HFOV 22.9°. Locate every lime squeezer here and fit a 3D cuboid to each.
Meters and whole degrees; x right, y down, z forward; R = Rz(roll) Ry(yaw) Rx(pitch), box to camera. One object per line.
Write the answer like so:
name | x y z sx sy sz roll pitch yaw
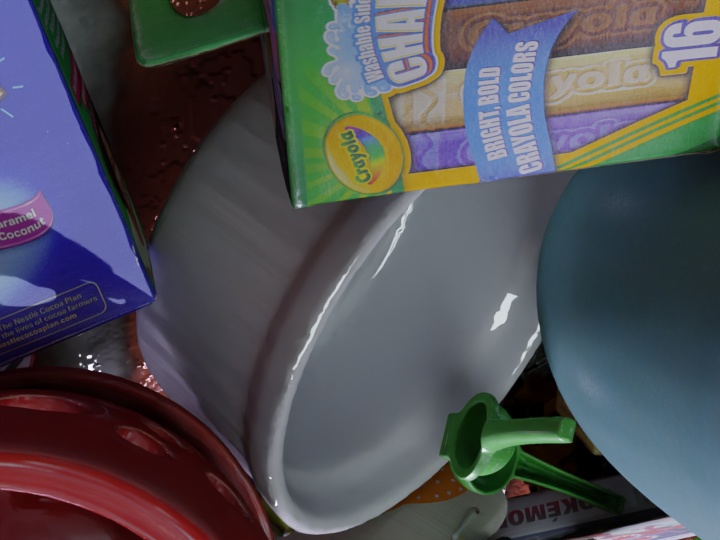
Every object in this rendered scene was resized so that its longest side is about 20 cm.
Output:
lime squeezer | 0.065 0.079 0.740 0.038 0.070 0.200 -58 161 -7

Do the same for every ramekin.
ramekin | 0.000 0.000 0.739 0.200 0.097 0.201 -38 148 -29

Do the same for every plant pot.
plant pot | 0.164 0.016 0.698 0.199 0.161 0.202 -9 107 -31
plant pot | -0.118 0.133 0.620 0.199 0.183 0.202 -1 102 -4

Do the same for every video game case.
video game case | 0.153 0.125 0.926 0.181 0.023 0.200 -17 163 27

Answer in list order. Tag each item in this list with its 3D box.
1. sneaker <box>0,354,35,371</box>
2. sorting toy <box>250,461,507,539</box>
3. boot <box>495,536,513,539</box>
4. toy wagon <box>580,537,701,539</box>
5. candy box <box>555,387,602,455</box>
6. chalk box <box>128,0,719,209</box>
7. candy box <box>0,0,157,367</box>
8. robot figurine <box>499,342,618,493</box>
sneaker | -0.231 0.041 0.721 0.198 0.081 0.075 -12 138 -15
sorting toy | -0.058 0.159 0.822 0.180 0.107 0.200 -34 168 -41
boot | 0.036 0.190 0.844 0.130 0.068 0.200 -31 166 3
toy wagon | 0.164 0.135 0.813 0.154 0.040 0.199 -5 170 -40
candy box | 0.159 -0.020 0.816 0.116 0.056 0.202 -1 110 -14
chalk box | 0.020 -0.111 0.597 0.198 0.125 0.124 -8 143 -5
candy box | -0.184 -0.056 0.621 0.168 0.077 0.201 -22 115 -4
robot figurine | 0.132 0.040 0.912 0.200 0.058 0.145 -39 134 10
